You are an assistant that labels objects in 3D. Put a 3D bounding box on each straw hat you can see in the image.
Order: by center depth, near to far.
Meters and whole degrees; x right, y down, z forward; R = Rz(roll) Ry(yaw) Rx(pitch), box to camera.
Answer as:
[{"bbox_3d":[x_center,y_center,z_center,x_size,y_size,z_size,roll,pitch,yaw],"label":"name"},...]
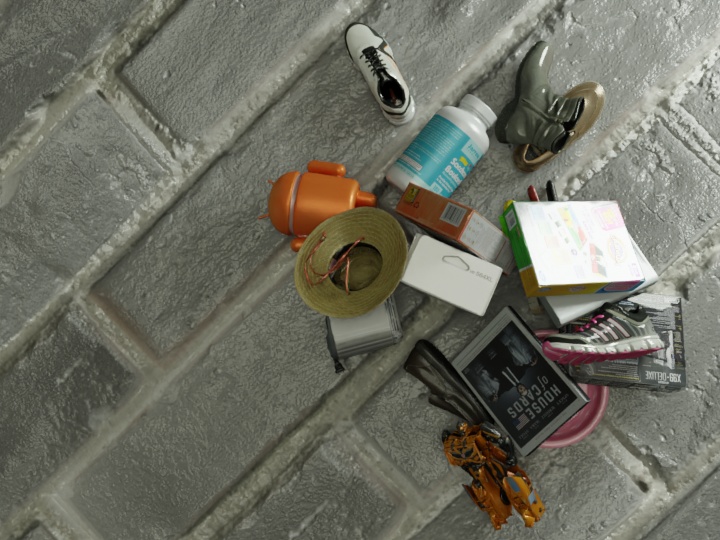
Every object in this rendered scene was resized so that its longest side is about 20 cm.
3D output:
[{"bbox_3d":[0.000,0.000,1.217,0.200,0.085,0.202,-12,62,24],"label":"straw hat"}]

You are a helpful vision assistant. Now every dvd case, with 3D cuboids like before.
[{"bbox_3d":[0.258,0.181,1.249,0.150,0.025,0.200,-50,62,26],"label":"dvd case"}]

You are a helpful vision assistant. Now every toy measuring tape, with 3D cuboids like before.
[{"bbox_3d":[0.291,-0.027,1.307,0.073,0.074,0.201,-19,92,4],"label":"toy measuring tape"}]

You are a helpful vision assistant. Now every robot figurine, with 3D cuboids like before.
[{"bbox_3d":[0.216,0.340,1.272,0.145,0.058,0.200,-27,101,45],"label":"robot figurine"},{"bbox_3d":[-0.072,-0.111,1.316,0.199,0.117,0.145,9,111,4],"label":"robot figurine"}]

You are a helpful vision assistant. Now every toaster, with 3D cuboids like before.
[{"bbox_3d":[-0.002,0.069,1.305,0.129,0.114,0.201,-13,83,2],"label":"toaster"}]

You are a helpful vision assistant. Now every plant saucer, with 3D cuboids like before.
[{"bbox_3d":[0.321,0.201,1.306,0.199,0.051,0.202,0,90,5],"label":"plant saucer"}]

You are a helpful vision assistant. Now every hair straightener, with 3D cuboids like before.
[{"bbox_3d":[0.356,-0.063,1.308,0.077,0.041,0.201,-18,80,-3],"label":"hair straightener"}]

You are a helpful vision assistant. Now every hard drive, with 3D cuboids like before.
[{"bbox_3d":[0.377,0.000,1.258,0.199,0.026,0.132,-22,69,-16],"label":"hard drive"}]

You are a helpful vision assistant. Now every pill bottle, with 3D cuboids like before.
[{"bbox_3d":[0.144,-0.202,1.300,0.111,0.111,0.200,40,93,5],"label":"pill bottle"}]

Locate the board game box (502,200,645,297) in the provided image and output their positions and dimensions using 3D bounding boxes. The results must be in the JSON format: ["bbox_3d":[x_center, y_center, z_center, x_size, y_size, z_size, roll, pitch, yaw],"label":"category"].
[{"bbox_3d":[0.342,-0.037,1.218,0.199,0.040,0.154,-2,64,-19],"label":"board game box"}]

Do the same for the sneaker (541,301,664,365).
[{"bbox_3d":[0.376,0.096,1.198,0.199,0.074,0.088,-4,70,-10],"label":"sneaker"}]

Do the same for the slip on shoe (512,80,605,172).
[{"bbox_3d":[0.344,-0.249,1.308,0.200,0.061,0.076,-40,86,3],"label":"slip on shoe"}]

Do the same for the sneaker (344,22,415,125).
[{"bbox_3d":[0.035,-0.354,1.330,0.074,0.080,0.200,-32,85,5],"label":"sneaker"}]

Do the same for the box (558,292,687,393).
[{"bbox_3d":[0.433,0.113,1.260,0.199,0.050,0.158,6,70,-3],"label":"box"}]

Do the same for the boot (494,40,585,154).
[{"bbox_3d":[0.320,-0.287,1.272,0.130,0.068,0.201,17,79,38],"label":"boot"}]

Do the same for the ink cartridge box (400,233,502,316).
[{"bbox_3d":[0.143,0.009,1.250,0.145,0.200,0.085,23,91,5],"label":"ink cartridge box"}]

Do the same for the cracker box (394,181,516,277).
[{"bbox_3d":[0.163,-0.065,1.233,0.134,0.200,0.058,29,91,37],"label":"cracker box"}]

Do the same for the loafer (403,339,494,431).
[{"bbox_3d":[0.152,0.211,1.317,0.071,0.073,0.200,-44,83,15],"label":"loafer"}]
